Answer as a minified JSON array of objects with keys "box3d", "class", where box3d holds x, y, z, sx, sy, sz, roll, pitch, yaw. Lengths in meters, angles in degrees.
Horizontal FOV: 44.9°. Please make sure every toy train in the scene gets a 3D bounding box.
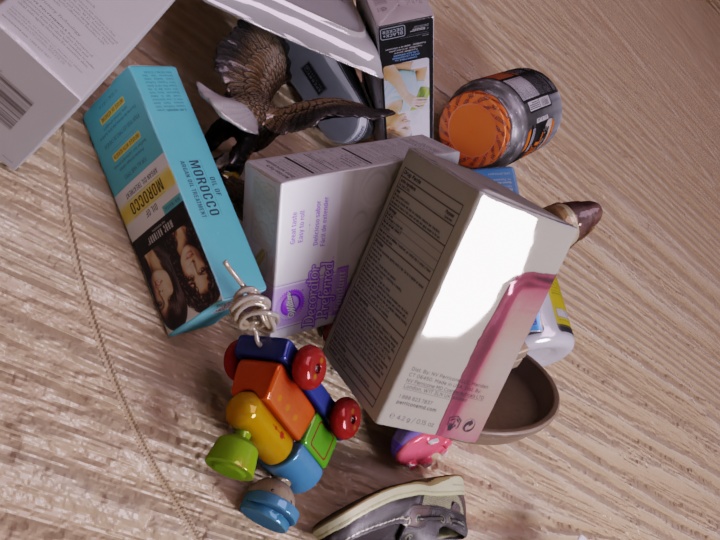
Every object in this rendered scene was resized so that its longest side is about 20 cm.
[{"box3d":[-0.082,0.102,0.653,0.201,0.084,0.116,60,43,-41],"class":"toy train"}]

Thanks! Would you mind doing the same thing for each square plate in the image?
[{"box3d":[-0.074,-0.284,0.870,0.196,0.029,0.201,16,36,-29],"class":"square plate"}]

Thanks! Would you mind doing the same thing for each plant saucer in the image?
[{"box3d":[0.097,0.109,0.858,0.197,0.030,0.201,12,23,-5],"class":"plant saucer"}]

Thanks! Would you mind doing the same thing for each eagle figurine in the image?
[{"box3d":[-0.081,-0.147,0.799,0.200,0.150,0.152,-48,126,-22],"class":"eagle figurine"}]

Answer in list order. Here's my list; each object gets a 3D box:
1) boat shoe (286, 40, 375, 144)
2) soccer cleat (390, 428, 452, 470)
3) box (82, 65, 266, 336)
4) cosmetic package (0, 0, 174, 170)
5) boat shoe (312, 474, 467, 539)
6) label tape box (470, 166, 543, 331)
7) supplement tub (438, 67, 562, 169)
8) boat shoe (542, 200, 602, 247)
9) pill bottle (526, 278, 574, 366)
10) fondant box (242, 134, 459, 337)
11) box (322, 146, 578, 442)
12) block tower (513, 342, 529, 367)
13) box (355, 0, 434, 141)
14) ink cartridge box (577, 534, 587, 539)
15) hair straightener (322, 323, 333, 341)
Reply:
[{"box3d":[-0.043,-0.234,0.969,0.200,0.073,0.068,57,27,5],"class":"boat shoe"},{"box3d":[0.081,0.141,0.886,0.077,0.067,0.199,50,33,19],"class":"soccer cleat"},{"box3d":[-0.153,-0.057,0.706,0.049,0.082,0.202,-14,78,-50],"class":"box"},{"box3d":[-0.227,-0.183,0.679,0.085,0.107,0.201,43,38,-22],"class":"cosmetic package"},{"box3d":[0.039,0.223,0.762,0.199,0.073,0.065,2,60,-50],"class":"boat shoe"},{"box3d":[0.110,-0.010,0.949,0.066,0.141,0.202,88,-3,-63],"class":"label tape box"},{"box3d":[0.192,-0.207,1.196,0.199,0.122,0.123,-29,90,-54],"class":"supplement tub"},{"box3d":[0.245,-0.050,1.105,0.071,0.200,0.073,-23,82,-13],"class":"boat shoe"},{"box3d":[0.176,0.013,1.037,0.111,0.111,0.202,14,56,-45],"class":"pill bottle"},{"box3d":[-0.009,-0.034,0.775,0.198,0.146,0.058,-14,33,-36],"class":"fondant box"},{"box3d":[0.068,0.020,0.727,0.108,0.202,0.128,17,15,-29],"class":"box"},{"box3d":[0.097,0.006,0.867,0.057,0.054,0.201,-15,62,-23],"class":"block tower"},{"box3d":[0.038,-0.223,0.956,0.201,0.059,0.118,85,-9,-51],"class":"box"},{"box3d":[0.190,0.366,0.854,0.116,0.068,0.200,60,36,-2],"class":"ink cartridge box"},{"box3d":[0.000,0.000,0.901,0.077,0.041,0.202,32,40,-34],"class":"hair straightener"}]
